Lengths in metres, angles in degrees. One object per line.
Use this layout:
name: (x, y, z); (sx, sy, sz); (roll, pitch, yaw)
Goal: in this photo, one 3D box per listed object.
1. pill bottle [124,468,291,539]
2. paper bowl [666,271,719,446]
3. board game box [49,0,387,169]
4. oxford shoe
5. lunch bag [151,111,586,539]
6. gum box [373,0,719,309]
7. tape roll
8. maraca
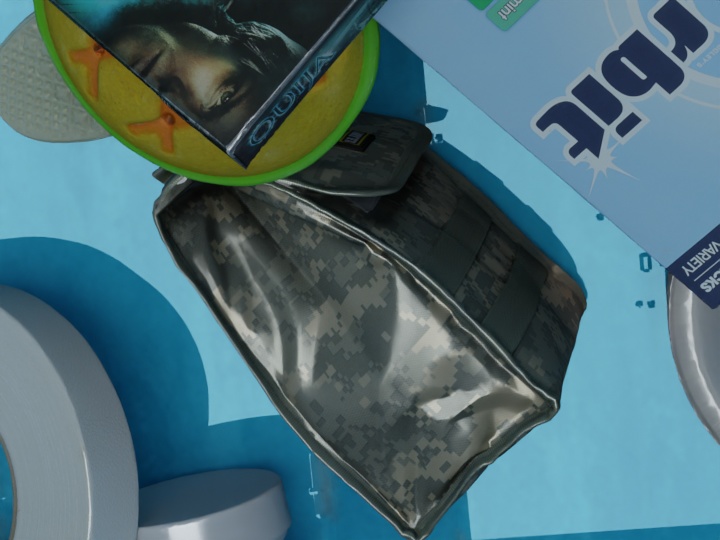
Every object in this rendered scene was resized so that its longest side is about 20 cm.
pill bottle: (-0.064, 0.207, 1.290); (0.115, 0.116, 0.202); (-10, 99, 8)
paper bowl: (0.243, 0.018, 1.231); (0.199, 0.104, 0.202); (1, 102, 6)
board game box: (-0.030, -0.158, 1.036); (0.135, 0.028, 0.200); (40, 89, 20)
oxford shoe: (-0.095, -0.122, 1.269); (0.199, 0.058, 0.075); (-29, 103, 25)
lunch bag: (0.000, 0.000, 1.221); (0.200, 0.164, 0.118); (44, 107, -3)
gum box: (0.133, -0.103, 1.076); (0.200, 0.045, 0.170); (39, 123, -12)
tape roll: (-0.193, 0.106, 1.278); (0.202, 0.037, 0.205); (3, 95, 36)
maraca: (-0.081, -0.124, 1.107); (0.200, 0.107, 0.137); (44, 106, -4)
